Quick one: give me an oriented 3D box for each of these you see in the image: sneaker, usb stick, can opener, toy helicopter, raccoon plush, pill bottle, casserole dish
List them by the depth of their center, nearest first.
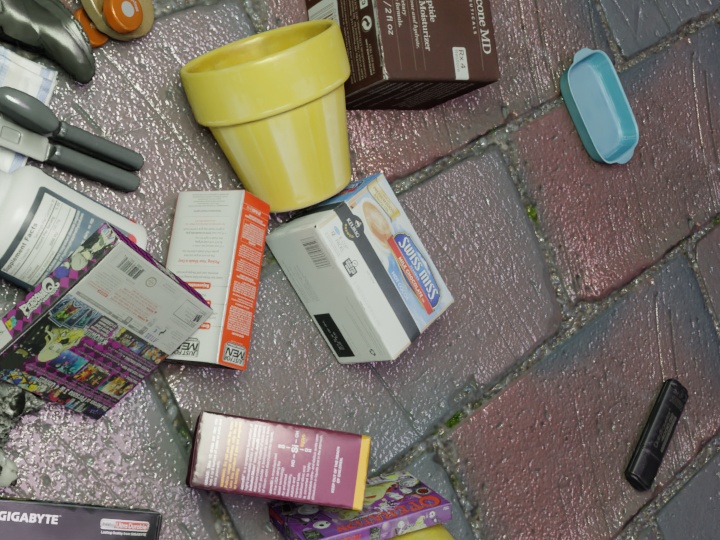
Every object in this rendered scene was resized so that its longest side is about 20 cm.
[{"bbox_3d":[-0.422,0.144,0.961,0.199,0.097,0.134,37,78,8],"label":"raccoon plush"},{"bbox_3d":[-0.339,-0.039,0.994,0.199,0.119,0.121,31,68,-27],"label":"pill bottle"},{"bbox_3d":[-0.377,-0.278,1.034,0.200,0.076,0.091,47,69,-10],"label":"sneaker"},{"bbox_3d":[-0.322,-0.138,1.034,0.199,0.066,0.053,24,71,-47],"label":"can opener"},{"bbox_3d":[-0.297,-0.367,1.085,0.132,0.078,0.202,-46,118,-47],"label":"toy helicopter"},{"bbox_3d":[0.394,-0.269,1.563,0.121,0.039,0.202,-34,104,-32],"label":"casserole dish"},{"bbox_3d":[0.496,0.273,1.571,0.055,0.033,0.201,40,64,-16],"label":"usb stick"}]

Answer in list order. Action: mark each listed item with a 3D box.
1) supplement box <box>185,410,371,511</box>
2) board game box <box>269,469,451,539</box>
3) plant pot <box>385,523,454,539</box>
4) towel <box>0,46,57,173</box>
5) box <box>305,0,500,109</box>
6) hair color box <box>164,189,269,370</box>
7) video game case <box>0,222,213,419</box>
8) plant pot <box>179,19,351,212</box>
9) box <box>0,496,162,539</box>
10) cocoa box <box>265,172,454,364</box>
[{"bbox_3d":[-0.098,0.222,1.093,0.197,0.110,0.087,10,76,-10],"label":"supplement box"},{"bbox_3d":[-0.001,0.300,1.164,0.198,0.120,0.033,-8,107,-27],"label":"board game box"},{"bbox_3d":[0.058,0.392,1.195,0.198,0.141,0.203,4,82,-33],"label":"plant pot"},{"bbox_3d":[-0.437,-0.188,1.003,0.198,0.024,0.149,23,72,-29],"label":"towel"},{"bbox_3d":[0.054,-0.316,1.264,0.198,0.163,0.168,-7,88,-34],"label":"box"},{"bbox_3d":[-0.175,0.011,1.102,0.061,0.100,0.203,28,67,-59],"label":"hair color box"},{"bbox_3d":[-0.267,0.060,0.970,0.181,0.036,0.200,-43,151,-1],"label":"video game case"},{"bbox_3d":[-0.097,-0.182,1.143,0.200,0.200,0.191,-32,118,-32],"label":"plant pot"},{"bbox_3d":[-0.323,0.350,1.002,0.198,0.049,0.201,15,77,-32],"label":"box"},{"bbox_3d":[0.000,0.000,1.208,0.131,0.133,0.201,-39,106,-31],"label":"cocoa box"}]
